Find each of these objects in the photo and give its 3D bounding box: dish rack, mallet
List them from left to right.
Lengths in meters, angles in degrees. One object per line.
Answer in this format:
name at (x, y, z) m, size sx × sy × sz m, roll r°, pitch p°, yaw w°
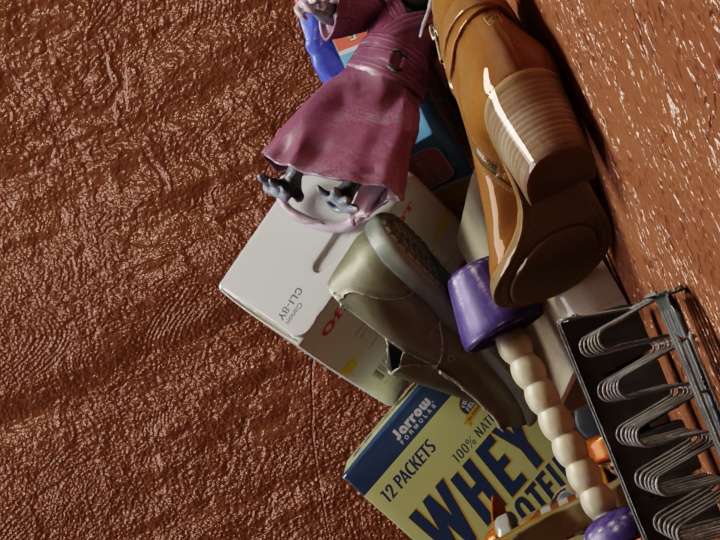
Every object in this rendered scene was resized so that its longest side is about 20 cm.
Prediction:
mallet at (0.148, 0.035, 1.476) m, size 0.066 × 0.041 × 0.200 m, roll 46°, pitch -154°, yaw -84°
dish rack at (0.165, 0.084, 1.103) m, size 0.200 × 0.055 × 0.154 m, roll 87°, pitch 160°, yaw -86°

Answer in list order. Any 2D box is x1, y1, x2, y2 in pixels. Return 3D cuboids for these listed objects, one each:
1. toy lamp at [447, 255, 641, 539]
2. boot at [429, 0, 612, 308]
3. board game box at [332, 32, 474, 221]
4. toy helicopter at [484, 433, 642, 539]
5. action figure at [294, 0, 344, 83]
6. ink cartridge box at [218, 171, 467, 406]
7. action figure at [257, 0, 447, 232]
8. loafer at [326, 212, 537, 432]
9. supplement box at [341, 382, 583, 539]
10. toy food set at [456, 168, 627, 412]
toy lamp at (0.115, 0.084, 1.282) m, size 0.200 × 0.058 × 0.058 m, roll 62°, pitch 178°, yaw 13°
boot at (0.089, -0.080, 1.218) m, size 0.200 × 0.074 × 0.155 m, roll 93°, pitch 157°, yaw -57°
board game box at (0.052, -0.113, 1.559) m, size 0.200 × 0.040 × 0.153 m, roll 37°, pitch -154°, yaw -58°
toy helicopter at (0.117, 0.169, 1.345) m, size 0.200 × 0.132 × 0.079 m, roll -19°, pitch -95°, yaw -53°
action figure at (-0.036, -0.132, 1.567) m, size 0.200 × 0.099 × 0.065 m, roll 55°, pitch -165°, yaw -7°
ink cartridge box at (0.000, 0.000, 1.495) m, size 0.083 × 0.145 × 0.200 m, roll 32°, pitch 176°, yaw 25°
action figure at (0.024, -0.123, 1.350) m, size 0.134 × 0.200 × 0.149 m, roll 25°, pitch 166°, yaw 15°
loafer at (0.048, 0.043, 1.360) m, size 0.200 × 0.070 × 0.075 m, roll 47°, pitch -165°, yaw -30°
supplement box at (0.104, 0.167, 1.566) m, size 0.200 × 0.134 × 0.200 m, roll 41°, pitch 179°, yaw 2°
toy food set at (0.128, 0.006, 1.364) m, size 0.144 × 0.060 × 0.200 m, roll 62°, pitch 170°, yaw 16°
